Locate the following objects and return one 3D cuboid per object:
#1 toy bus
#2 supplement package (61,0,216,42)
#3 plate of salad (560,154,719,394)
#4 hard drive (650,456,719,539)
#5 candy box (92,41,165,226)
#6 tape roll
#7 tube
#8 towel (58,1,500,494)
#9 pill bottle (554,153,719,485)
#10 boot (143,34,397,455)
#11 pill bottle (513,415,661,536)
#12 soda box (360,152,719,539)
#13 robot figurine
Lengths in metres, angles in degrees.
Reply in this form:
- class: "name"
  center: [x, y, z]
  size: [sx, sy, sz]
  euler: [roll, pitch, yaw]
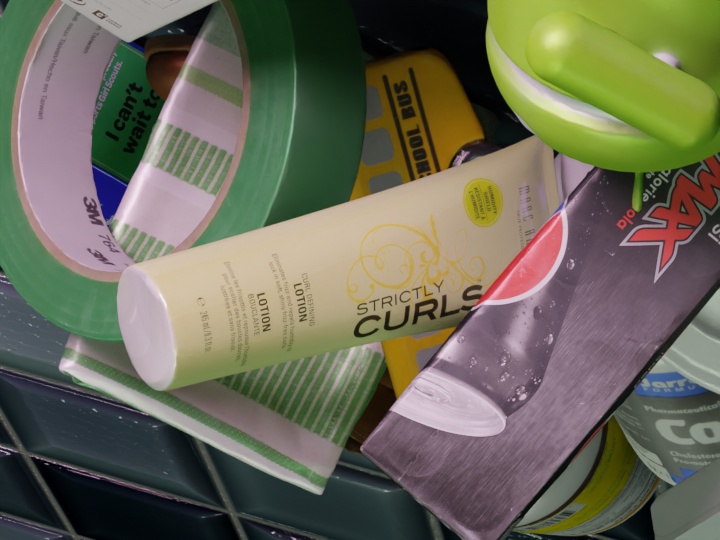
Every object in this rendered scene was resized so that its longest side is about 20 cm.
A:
- class: "toy bus"
  center: [0.040, -0.002, 1.329]
  size: [0.078, 0.200, 0.065]
  euler: [-16, -175, -2]
- class: "supplement package"
  center: [-0.066, -0.185, 1.091]
  size: [0.120, 0.121, 0.200]
  euler: [33, 155, -24]
- class: "plate of salad"
  center: [0.181, -0.036, 1.213]
  size: [0.200, 0.048, 0.200]
  euler: [10, 114, 22]
- class: "hard drive"
  center: [0.248, 0.099, 1.289]
  size: [0.200, 0.026, 0.132]
  euler: [9, 151, -28]
- class: "candy box"
  center: [-0.115, -0.041, 1.518]
  size: [0.200, 0.077, 0.169]
  euler: [29, 158, -19]
- class: "tape roll"
  center: [-0.086, -0.066, 1.275]
  size: [0.200, 0.201, 0.048]
  euler: [0, 173, 42]
- class: "tube"
  center: [0.000, 0.000, 1.192]
  size: [0.200, 0.052, 0.058]
  euler: [-14, 144, -27]
- class: "towel"
  center: [-0.038, -0.013, 1.357]
  size: [0.153, 0.200, 0.023]
  euler: [26, 176, -15]
- class: "pill bottle"
  center: [0.154, 0.016, 1.361]
  size: [0.114, 0.114, 0.200]
  euler: [9, 155, 27]
- class: "boot"
  center: [-0.041, -0.013, 1.406]
  size: [0.200, 0.155, 0.077]
  euler: [30, 166, -23]
- class: "pill bottle"
  center: [0.098, 0.083, 1.519]
  size: [0.109, 0.109, 0.200]
  euler: [12, 178, 21]
- class: "soda box"
  center: [0.090, 0.017, 1.165]
  size: [0.071, 0.200, 0.063]
  euler: [40, -177, 5]
- class: "robot figurine"
  center: [0.105, -0.120, 1.052]
  size: [0.116, 0.176, 0.200]
  euler: [0, 134, -2]
